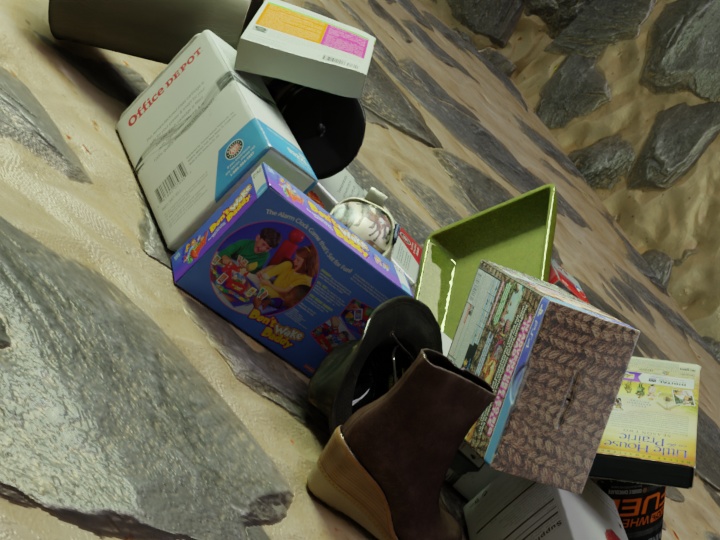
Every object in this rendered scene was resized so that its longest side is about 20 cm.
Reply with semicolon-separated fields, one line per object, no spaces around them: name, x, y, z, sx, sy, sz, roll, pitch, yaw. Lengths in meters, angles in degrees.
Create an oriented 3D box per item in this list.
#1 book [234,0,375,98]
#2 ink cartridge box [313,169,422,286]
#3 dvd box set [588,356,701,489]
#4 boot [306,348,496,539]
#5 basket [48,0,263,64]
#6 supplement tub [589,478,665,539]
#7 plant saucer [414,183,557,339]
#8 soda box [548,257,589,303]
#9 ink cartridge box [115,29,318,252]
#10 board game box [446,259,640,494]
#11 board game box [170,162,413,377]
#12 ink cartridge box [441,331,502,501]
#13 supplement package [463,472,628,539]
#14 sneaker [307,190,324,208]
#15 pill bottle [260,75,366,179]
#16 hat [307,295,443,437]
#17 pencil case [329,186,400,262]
book;-0.052;-0.233;1.555;0.132;0.049;0.200;15;19;-1
ink cartridge box;-0.026;-0.050;1.749;0.200;0.084;0.144;46;16;-8
dvd box set;0.272;0.148;1.510;0.144;0.030;0.200;5;27;11
boot;0.067;0.170;1.312;0.199;0.166;0.073;34;17;-37
basket;-0.212;-0.287;1.590;0.197;0.138;0.181;17;20;3
supplement tub;0.271;0.237;1.608;0.120;0.203;0.123;1;17;0
plant saucer;0.150;0.016;1.728;0.048;0.198;0.202;41;45;-31
soda box;0.174;0.076;1.753;0.070;0.200;0.064;37;18;-29
ink cartridge box;-0.148;-0.120;1.488;0.083;0.145;0.201;31;22;-45
board game box;0.160;0.096;1.409;0.096;0.162;0.200;18;7;-16
board game box;-0.064;0.007;1.424;0.199;0.134;0.045;37;18;-31
ink cartridge box;0.110;0.161;1.597;0.199;0.086;0.147;41;17;-16
supplement package;0.192;0.288;1.446;0.121;0.120;0.201;41;17;-22
sneaker;-0.095;-0.073;1.599;0.073;0.077;0.200;36;2;-28
pill bottle;-0.079;-0.182;1.637;0.111;0.112;0.200;36;3;-32
hat;0.002;0.111;1.410;0.080;0.204;0.200;10;-4;30
pencil case;0.000;0.000;1.559;0.078;0.090;0.201;38;-22;17
